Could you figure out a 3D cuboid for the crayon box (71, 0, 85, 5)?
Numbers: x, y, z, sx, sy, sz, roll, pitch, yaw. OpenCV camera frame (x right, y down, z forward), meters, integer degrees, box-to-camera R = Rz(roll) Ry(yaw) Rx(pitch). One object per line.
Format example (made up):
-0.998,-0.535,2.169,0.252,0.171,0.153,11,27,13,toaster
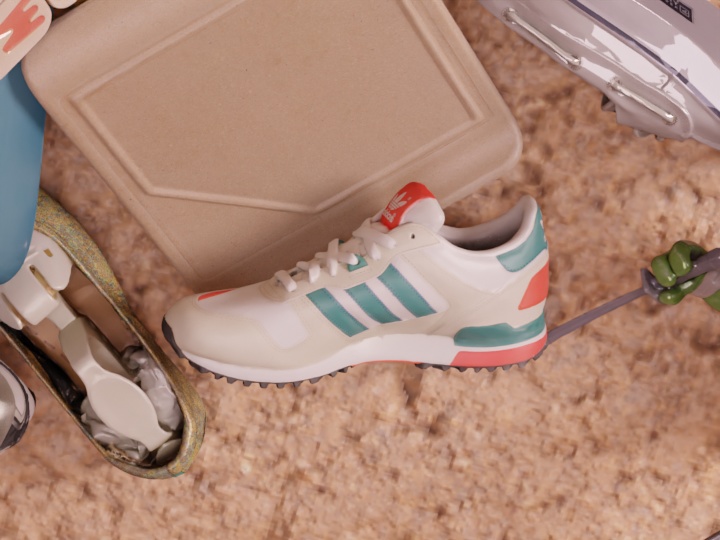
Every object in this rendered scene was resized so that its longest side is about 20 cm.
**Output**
-0.069,-0.216,1.286,0.200,0.058,0.119,-20,108,4,crayon box

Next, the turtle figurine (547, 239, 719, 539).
0.198,0.038,1.314,0.200,0.144,0.194,4,135,-10,turtle figurine

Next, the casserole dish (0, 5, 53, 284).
-0.210,-0.079,1.308,0.121,0.039,0.200,17,110,27,casserole dish

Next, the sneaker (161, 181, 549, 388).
0.001,0.000,1.340,0.200,0.070,0.093,-2,114,-15,sneaker

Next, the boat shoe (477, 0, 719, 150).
0.144,-0.097,1.328,0.200,0.072,0.066,33,122,-19,boat shoe

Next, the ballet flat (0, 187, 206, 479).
-0.147,0.026,1.359,0.071,0.071,0.200,-36,105,9,ballet flat

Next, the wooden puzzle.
-0.040,-0.084,1.319,0.185,0.037,0.200,-29,129,7,wooden puzzle

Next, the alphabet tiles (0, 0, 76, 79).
-0.168,-0.162,1.178,0.015,0.200,0.196,37,78,28,alphabet tiles

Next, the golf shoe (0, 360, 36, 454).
-0.254,0.036,1.354,0.200,0.092,0.073,33,105,12,golf shoe
